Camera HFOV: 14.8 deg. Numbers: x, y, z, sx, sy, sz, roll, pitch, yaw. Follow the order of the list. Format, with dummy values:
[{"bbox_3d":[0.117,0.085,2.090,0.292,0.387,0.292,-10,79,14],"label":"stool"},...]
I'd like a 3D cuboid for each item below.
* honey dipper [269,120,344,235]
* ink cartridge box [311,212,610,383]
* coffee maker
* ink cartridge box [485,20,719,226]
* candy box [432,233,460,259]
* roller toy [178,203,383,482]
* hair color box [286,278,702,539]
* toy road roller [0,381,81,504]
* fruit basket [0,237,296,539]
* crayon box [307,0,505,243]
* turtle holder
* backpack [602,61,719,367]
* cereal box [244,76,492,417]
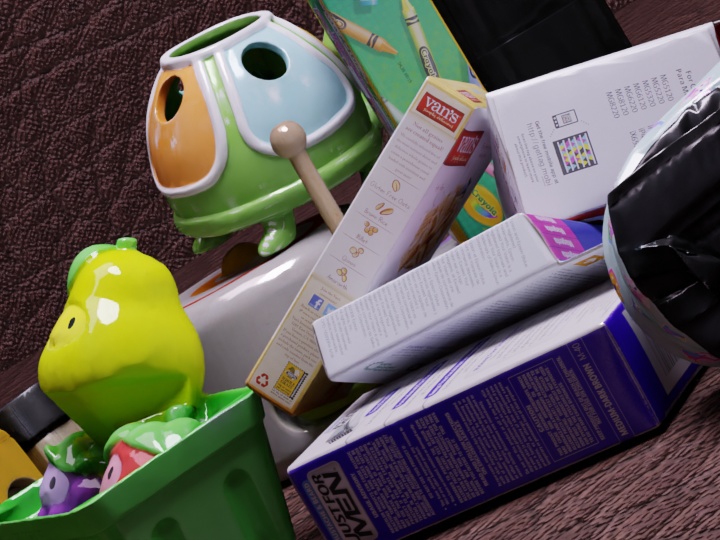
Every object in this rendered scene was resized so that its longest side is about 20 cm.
[{"bbox_3d":[0.000,0.000,1.659,0.038,0.201,0.038,-31,2,1],"label":"honey dipper"},{"bbox_3d":[0.107,0.009,1.497,0.200,0.043,0.196,-28,-19,29],"label":"ink cartridge box"},{"bbox_3d":[0.109,-0.166,1.806,0.192,0.201,0.135,-25,7,45],"label":"coffee maker"},{"bbox_3d":[0.167,-0.060,1.555,0.175,0.084,0.200,-18,-14,1],"label":"ink cartridge box"},{"bbox_3d":[0.131,-0.019,1.792,0.167,0.072,0.200,-27,7,23],"label":"candy box"},{"bbox_3d":[-0.049,0.046,1.808,0.200,0.140,0.182,-27,7,34],"label":"roller toy"},{"bbox_3d":[0.072,0.071,1.414,0.199,0.065,0.109,-25,8,29],"label":"hair color box"},{"bbox_3d":[-0.243,0.177,1.814,0.146,0.123,0.200,-43,-6,41],"label":"toy road roller"},{"bbox_3d":[-0.142,0.094,1.598,0.155,0.216,0.215,-33,7,-26],"label":"fruit basket"},{"bbox_3d":[0.037,-0.112,1.710,0.058,0.201,0.119,-32,7,-2],"label":"crayon box"},{"bbox_3d":[-0.051,-0.100,1.783,0.185,0.132,0.141,-26,14,-8],"label":"turtle holder"},{"bbox_3d":[0.210,-0.035,1.298,0.200,0.167,0.127,-34,-13,-1],"label":"backpack"},{"bbox_3d":[0.015,-0.015,1.567,0.201,0.039,0.144,-58,-10,9],"label":"cereal box"}]
